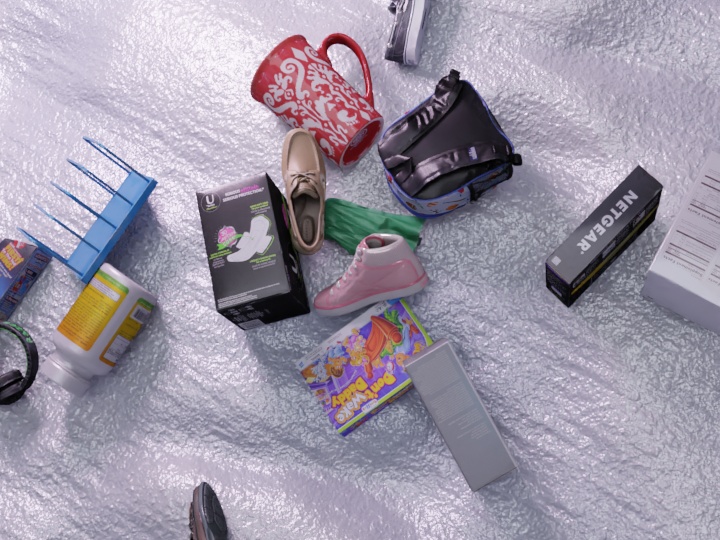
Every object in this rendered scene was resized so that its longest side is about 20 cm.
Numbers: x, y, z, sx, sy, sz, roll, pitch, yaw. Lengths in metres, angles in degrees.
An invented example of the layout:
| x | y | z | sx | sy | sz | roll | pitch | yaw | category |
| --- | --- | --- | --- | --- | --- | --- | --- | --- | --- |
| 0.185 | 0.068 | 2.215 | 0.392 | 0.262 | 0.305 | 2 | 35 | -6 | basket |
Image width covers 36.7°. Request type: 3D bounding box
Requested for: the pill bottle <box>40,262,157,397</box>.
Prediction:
| x | y | z | sx | sy | sz | roll | pitch | yaw | category |
| --- | --- | --- | --- | --- | --- | --- | --- | --- | --- |
| -0.428 | 0.098 | 1.758 | 0.110 | 0.111 | 0.201 | 31 | 83 | 17 | pill bottle |

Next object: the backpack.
| x | y | z | sx | sy | sz | roll | pitch | yaw | category |
| --- | --- | --- | --- | --- | --- | --- | --- | --- | --- |
| 0.126 | -0.180 | 1.705 | 0.189 | 0.154 | 0.201 | -27 | 64 | -8 | backpack |

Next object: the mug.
| x | y | z | sx | sy | sz | roll | pitch | yaw | category |
| --- | --- | --- | --- | --- | --- | --- | --- | --- | --- |
| -0.055 | -0.288 | 1.775 | 0.200 | 0.133 | 0.178 | 43 | 108 | 14 | mug |

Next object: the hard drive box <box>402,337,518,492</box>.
| x | y | z | sx | sy | sz | roll | pitch | yaw | category |
| --- | --- | --- | --- | --- | --- | --- | --- | --- | --- |
| 0.141 | 0.204 | 1.574 | 0.076 | 0.156 | 0.202 | -29 | 89 | 1 | hard drive box |

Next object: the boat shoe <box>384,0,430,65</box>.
| x | y | z | sx | sy | sz | roll | pitch | yaw | category |
| --- | --- | --- | --- | --- | --- | --- | --- | --- | --- |
| 0.080 | -0.446 | 1.831 | 0.067 | 0.072 | 0.203 | 9 | 84 | 11 | boat shoe |

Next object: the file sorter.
| x | y | z | sx | sy | sz | roll | pitch | yaw | category |
| --- | --- | --- | --- | --- | --- | --- | --- | --- | --- |
| -0.452 | -0.106 | 1.780 | 0.201 | 0.122 | 0.138 | -55 | 28 | -7 | file sorter |

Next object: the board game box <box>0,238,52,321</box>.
| x | y | z | sx | sy | sz | roll | pitch | yaw | category |
| --- | --- | --- | --- | --- | --- | --- | --- | --- | --- |
| -0.638 | -0.001 | 1.852 | 0.200 | 0.062 | 0.200 | -41 | 72 | -3 | board game box |

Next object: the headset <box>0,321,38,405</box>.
| x | y | z | sx | sy | sz | roll | pitch | yaw | category |
| --- | --- | --- | --- | --- | --- | --- | --- | --- | --- |
| -0.609 | 0.180 | 1.775 | 0.123 | 0.094 | 0.201 | 32 | 104 | 10 | headset |

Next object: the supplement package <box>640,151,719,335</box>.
| x | y | z | sx | sy | sz | roll | pitch | yaw | category |
| --- | --- | --- | --- | --- | --- | --- | --- | --- | --- |
| 0.526 | -0.034 | 1.588 | 0.150 | 0.152 | 0.201 | 28 | 82 | 16 | supplement package |

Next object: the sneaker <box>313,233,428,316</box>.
| x | y | z | sx | sy | sz | roll | pitch | yaw | category |
| --- | --- | --- | --- | --- | --- | --- | --- | --- | --- |
| 0.000 | 0.000 | 1.684 | 0.198 | 0.076 | 0.105 | -16 | 114 | 28 | sneaker |

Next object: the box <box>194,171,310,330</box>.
| x | y | z | sx | sy | sz | roll | pitch | yaw | category |
| --- | --- | --- | --- | --- | --- | --- | --- | --- | --- |
| -0.169 | -0.028 | 1.722 | 0.123 | 0.149 | 0.202 | -14 | 73 | 7 | box |

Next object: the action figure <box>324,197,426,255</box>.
| x | y | z | sx | sy | sz | roll | pitch | yaw | category |
| --- | --- | --- | --- | --- | --- | --- | --- | --- | --- |
| -0.002 | -0.064 | 1.750 | 0.198 | 0.055 | 0.119 | 22 | 82 | 12 | action figure |

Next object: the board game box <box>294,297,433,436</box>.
| x | y | z | sx | sy | sz | roll | pitch | yaw | category |
| --- | --- | --- | --- | --- | --- | --- | --- | --- | --- |
| 0.016 | 0.145 | 1.695 | 0.199 | 0.045 | 0.135 | -36 | 72 | 0 | board game box |

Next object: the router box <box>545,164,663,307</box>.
| x | y | z | sx | sy | sz | roll | pitch | yaw | category |
| --- | --- | --- | --- | --- | --- | --- | --- | --- | --- |
| 0.361 | -0.047 | 1.622 | 0.200 | 0.157 | 0.052 | -45 | 72 | -4 | router box |

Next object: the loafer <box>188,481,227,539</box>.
| x | y | z | sx | sy | sz | roll | pitch | yaw | category |
| --- | --- | --- | --- | --- | --- | --- | --- | --- | --- |
| -0.236 | 0.407 | 1.630 | 0.062 | 0.072 | 0.201 | -30 | 42 | 7 | loafer |

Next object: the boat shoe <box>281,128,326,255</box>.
| x | y | z | sx | sy | sz | roll | pitch | yaw | category |
| --- | --- | --- | --- | --- | --- | --- | --- | --- | --- |
| -0.084 | -0.128 | 1.709 | 0.070 | 0.065 | 0.203 | -7 | 85 | -6 | boat shoe |
